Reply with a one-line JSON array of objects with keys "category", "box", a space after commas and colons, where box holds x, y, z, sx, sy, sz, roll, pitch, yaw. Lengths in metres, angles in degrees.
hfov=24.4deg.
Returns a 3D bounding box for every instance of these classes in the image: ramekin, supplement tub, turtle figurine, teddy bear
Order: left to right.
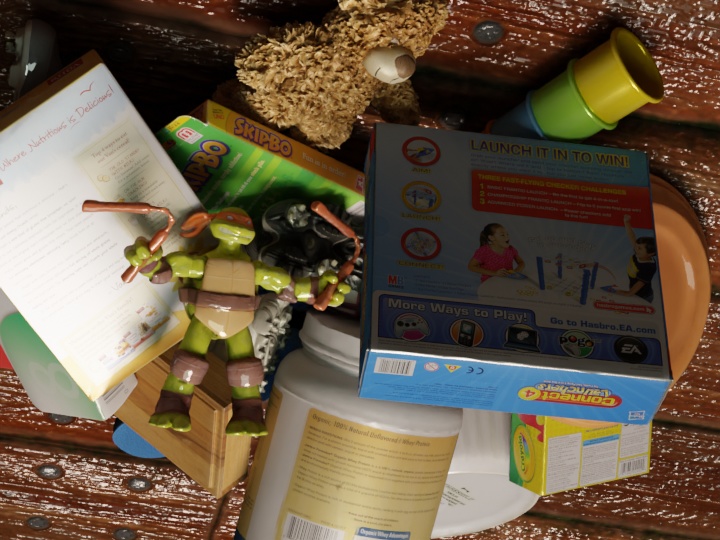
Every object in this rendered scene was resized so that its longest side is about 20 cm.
[{"category": "turtle figurine", "box": [-0.101, 0.025, 1.107, 0.199, 0.163, 0.064, 8, -179, -28]}, {"category": "teddy bear", "box": [-0.024, -0.126, 1.156, 0.199, 0.067, 0.145, -22, 135, 21]}, {"category": "supplement tub", "box": [-0.006, 0.141, 1.232, 0.144, 0.145, 0.201, 13, 98, -15]}, {"category": "ramekin", "box": [0.065, 0.148, 1.384, 0.199, 0.106, 0.200, -6, 153, -3]}]

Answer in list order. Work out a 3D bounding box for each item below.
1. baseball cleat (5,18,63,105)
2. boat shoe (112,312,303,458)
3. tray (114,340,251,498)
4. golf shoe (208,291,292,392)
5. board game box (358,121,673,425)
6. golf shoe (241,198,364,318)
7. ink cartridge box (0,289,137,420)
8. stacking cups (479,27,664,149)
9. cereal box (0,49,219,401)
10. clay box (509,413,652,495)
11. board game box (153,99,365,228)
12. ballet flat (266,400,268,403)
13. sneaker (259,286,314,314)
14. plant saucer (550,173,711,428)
[{"category": "baseball cleat", "box": [-0.202, -0.090, 1.182, 0.106, 0.070, 0.201, 5, 133, -7]}, {"category": "boat shoe", "box": [-0.120, 0.092, 1.385, 0.199, 0.069, 0.084, -27, 133, 19]}, {"category": "tray", "box": [-0.164, 0.075, 1.247, 0.200, 0.037, 0.099, 34, 138, 25]}, {"category": "golf shoe", "box": [-0.115, 0.074, 1.260, 0.097, 0.079, 0.200, 28, 138, -1]}, {"category": "board game box", "box": [0.100, -0.001, 1.122, 0.198, 0.197, 0.056, 6, 141, -5]}, {"category": "golf shoe", "box": [0.000, 0.000, 1.224, 0.199, 0.078, 0.088, 22, 162, -26]}, {"category": "ink cartridge box", "box": [-0.273, 0.027, 1.232, 0.199, 0.050, 0.162, 1, 125, 37]}, {"category": "stacking cups", "box": [0.123, -0.101, 1.204, 0.199, 0.061, 0.060, -31, 130, 34]}, {"category": "cereal box", "box": [-0.180, -0.028, 1.117, 0.143, 0.040, 0.201, -34, 119, -3]}, {"category": "clay box", "box": [0.176, 0.066, 1.300, 0.114, 0.047, 0.202, -6, 103, -33]}, {"category": "board game box", "box": [-0.072, -0.063, 1.191, 0.199, 0.030, 0.095, 21, 145, -36]}, {"category": "ballet flat", "box": [-0.005, 0.071, 1.379, 0.199, 0.047, 0.067, -28, 130, 25]}, {"category": "sneaker", "box": [-0.064, -0.009, 1.282, 0.199, 0.079, 0.066, 13, 177, -38]}, {"category": "plant saucer", "box": [0.194, 0.024, 1.251, 0.199, 0.037, 0.202, -8, 105, -31]}]
